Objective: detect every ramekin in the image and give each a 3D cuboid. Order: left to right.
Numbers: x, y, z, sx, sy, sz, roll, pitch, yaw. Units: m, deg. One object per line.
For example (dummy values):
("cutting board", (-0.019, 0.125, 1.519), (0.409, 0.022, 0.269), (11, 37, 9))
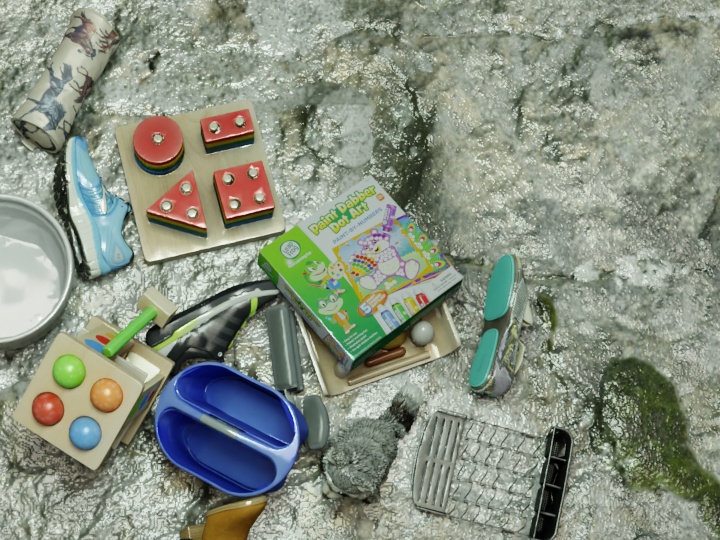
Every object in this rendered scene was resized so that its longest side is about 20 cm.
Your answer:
("ramekin", (-0.470, 0.010, 1.693), (0.199, 0.105, 0.201), (2, 74, -6))

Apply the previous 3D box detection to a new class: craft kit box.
("craft kit box", (0.000, 0.000, 1.728), (0.200, 0.049, 0.198), (-36, 71, -23))

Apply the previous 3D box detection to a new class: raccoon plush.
("raccoon plush", (0.012, 0.212, 1.670), (0.096, 0.134, 0.201), (25, 73, 3))

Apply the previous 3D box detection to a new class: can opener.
("can opener", (-0.084, 0.144, 1.722), (0.066, 0.053, 0.201), (-15, 74, 9))

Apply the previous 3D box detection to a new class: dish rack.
("dish rack", (0.170, 0.266, 1.716), (0.199, 0.055, 0.154), (15, 72, -2))

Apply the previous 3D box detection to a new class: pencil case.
("pencil case", (-0.406, -0.259, 1.790), (0.078, 0.089, 0.201), (28, 74, -11))

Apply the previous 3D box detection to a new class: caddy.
("caddy", (-0.163, 0.201, 1.644), (0.199, 0.105, 0.142), (24, 86, 18))

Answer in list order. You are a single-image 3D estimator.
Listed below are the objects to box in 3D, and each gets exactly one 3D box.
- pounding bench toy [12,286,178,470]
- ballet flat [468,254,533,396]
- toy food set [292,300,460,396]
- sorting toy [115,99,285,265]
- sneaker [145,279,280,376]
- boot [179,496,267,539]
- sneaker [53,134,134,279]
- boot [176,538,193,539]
("pounding bench toy", (-0.314, 0.119, 1.614), (0.124, 0.156, 0.201), (31, 99, 3))
("ballet flat", (0.199, 0.079, 1.775), (0.072, 0.072, 0.201), (16, 73, -2))
("toy food set", (0.019, 0.070, 1.752), (0.199, 0.060, 0.144), (-18, 77, -12))
("sorting toy", (-0.220, -0.131, 1.780), (0.198, 0.070, 0.201), (-13, 76, -10))
("sneaker", (-0.191, 0.079, 1.734), (0.199, 0.072, 0.083), (-26, 99, -11))
("boot", (-0.156, 0.365, 1.586), (0.070, 0.201, 0.145), (-3, 68, -37))
("sneaker", (-0.359, -0.088, 1.763), (0.090, 0.078, 0.201), (-10, 78, -29))
("boot", (-0.201, 0.440, 1.527), (0.073, 0.163, 0.199), (-10, 44, 22))
